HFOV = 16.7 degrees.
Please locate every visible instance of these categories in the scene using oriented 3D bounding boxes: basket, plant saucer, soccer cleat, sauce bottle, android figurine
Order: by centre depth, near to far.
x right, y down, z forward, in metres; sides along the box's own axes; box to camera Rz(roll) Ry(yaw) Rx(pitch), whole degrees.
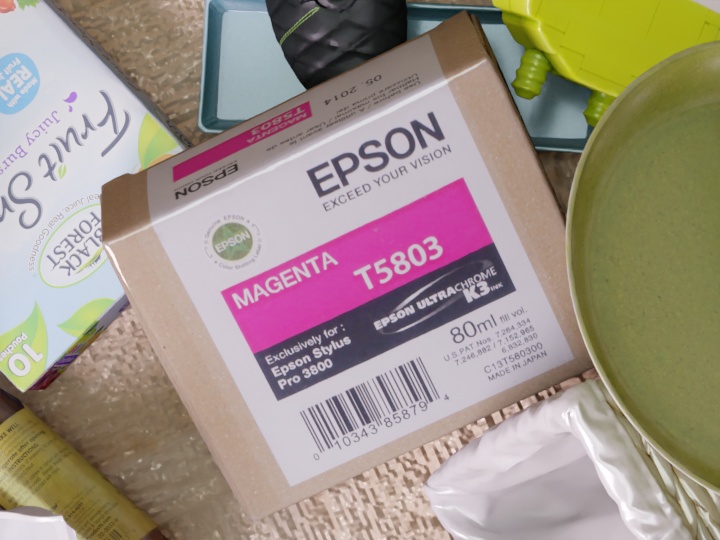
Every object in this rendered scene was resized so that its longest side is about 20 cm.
[{"bbox_3d":[0.169,0.005,0.994,0.199,0.031,0.201,5,73,-18],"label":"plant saucer"},{"bbox_3d":[0.162,0.125,1.076,0.160,0.198,0.201,-27,84,-21],"label":"basket"},{"bbox_3d":[0.129,-0.166,1.133,0.181,0.041,0.201,16,96,-35],"label":"android figurine"},{"bbox_3d":[-0.021,-0.173,1.167,0.067,0.081,0.201,-10,80,4],"label":"soccer cleat"},{"bbox_3d":[-0.178,0.093,1.199,0.200,0.066,0.066,44,93,6],"label":"sauce bottle"},{"bbox_3d":[0.021,-0.097,1.204,0.199,0.019,0.070,3,89,7],"label":"plant saucer"}]

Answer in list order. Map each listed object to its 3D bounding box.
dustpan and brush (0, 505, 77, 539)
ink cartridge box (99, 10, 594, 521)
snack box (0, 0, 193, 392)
[{"bbox_3d":[-0.180,0.168,1.158,0.057,0.200,0.140,-19,105,-25],"label":"dustpan and brush"},{"bbox_3d":[0.000,0.000,1.147,0.199,0.075,0.165,-25,112,6],"label":"ink cartridge box"},{"bbox_3d":[-0.179,-0.061,1.208,0.142,0.053,0.200,-44,85,5],"label":"snack box"}]
